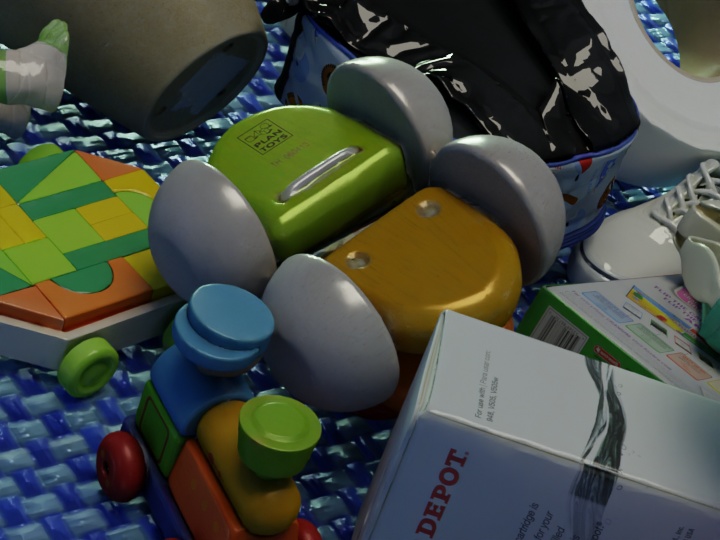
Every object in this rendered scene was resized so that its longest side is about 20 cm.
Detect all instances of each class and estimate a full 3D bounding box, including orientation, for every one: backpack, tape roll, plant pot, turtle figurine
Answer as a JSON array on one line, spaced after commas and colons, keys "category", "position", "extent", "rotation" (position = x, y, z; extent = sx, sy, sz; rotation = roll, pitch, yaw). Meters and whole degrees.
[{"category": "backpack", "position": [0.060, -0.086, 1.233], "extent": [0.199, 0.155, 0.190], "rotation": [-18, 43, -32]}, {"category": "tape roll", "position": [0.190, -0.158, 1.363], "extent": [0.201, 0.071, 0.204], "rotation": [13, 67, -32]}, {"category": "plant pot", "position": [-0.149, -0.182, 1.249], "extent": [0.187, 0.188, 0.200], "rotation": [-26, 69, -44]}, {"category": "turtle figurine", "position": [-0.265, -0.143, 1.154], "extent": [0.192, 0.144, 0.201], "rotation": [7, 44, -26]}]

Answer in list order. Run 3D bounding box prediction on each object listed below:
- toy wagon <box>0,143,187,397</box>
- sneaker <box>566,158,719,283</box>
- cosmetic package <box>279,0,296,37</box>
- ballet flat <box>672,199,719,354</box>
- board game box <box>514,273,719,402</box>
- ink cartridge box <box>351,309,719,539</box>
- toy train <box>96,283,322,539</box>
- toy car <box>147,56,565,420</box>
[{"category": "toy wagon", "position": [-0.172, 0.000, 1.104], "extent": [0.199, 0.040, 0.155], "rotation": [-19, 52, -41]}, {"category": "sneaker", "position": [0.203, -0.033, 1.299], "extent": [0.199, 0.071, 0.073], "rotation": [-22, 54, -43]}, {"category": "cosmetic package", "position": [0.060, -0.177, 1.401], "extent": [0.199, 0.085, 0.108], "rotation": [-15, 47, -37]}, {"category": "ballet flat", "position": [0.210, -0.006, 1.178], "extent": [0.070, 0.067, 0.200], "rotation": [37, 19, -10]}, {"category": "board game box", "position": [0.186, 0.064, 1.142], "extent": [0.153, 0.041, 0.199], "rotation": [40, 20, 24]}, {"category": "ink cartridge box", "position": [0.103, 0.122, 0.994], "extent": [0.198, 0.147, 0.083], "rotation": [19, 36, -4]}, {"category": "toy train", "position": [-0.045, 0.109, 0.965], "extent": [0.084, 0.116, 0.201], "rotation": [-5, 44, -30]}, {"category": "toy car", "position": [0.000, 0.000, 1.094], "extent": [0.175, 0.151, 0.200], "rotation": [-35, 55, -26]}]
